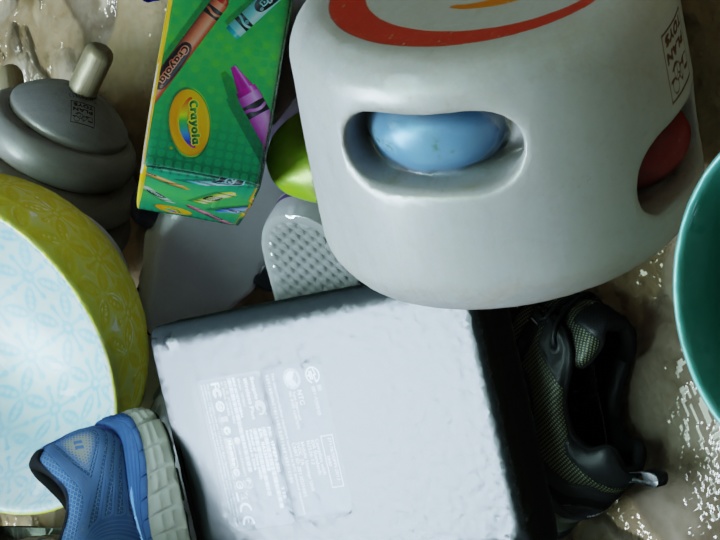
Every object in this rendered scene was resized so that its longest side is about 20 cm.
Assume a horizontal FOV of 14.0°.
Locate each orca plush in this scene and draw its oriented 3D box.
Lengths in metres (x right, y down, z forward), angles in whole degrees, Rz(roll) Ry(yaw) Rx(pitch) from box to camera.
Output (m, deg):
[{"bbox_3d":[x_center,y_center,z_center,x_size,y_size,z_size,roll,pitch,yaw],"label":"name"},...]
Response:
[{"bbox_3d":[-0.074,-0.059,1.631,0.071,0.105,0.201,-104,23,-62],"label":"orca plush"}]

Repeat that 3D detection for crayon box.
[{"bbox_3d":[-0.072,-0.093,1.445,0.200,0.058,0.120,141,139,-83],"label":"crayon box"}]

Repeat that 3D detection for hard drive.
[{"bbox_3d":[-0.006,0.080,1.449,0.199,0.033,0.140,-11,93,36],"label":"hard drive"}]

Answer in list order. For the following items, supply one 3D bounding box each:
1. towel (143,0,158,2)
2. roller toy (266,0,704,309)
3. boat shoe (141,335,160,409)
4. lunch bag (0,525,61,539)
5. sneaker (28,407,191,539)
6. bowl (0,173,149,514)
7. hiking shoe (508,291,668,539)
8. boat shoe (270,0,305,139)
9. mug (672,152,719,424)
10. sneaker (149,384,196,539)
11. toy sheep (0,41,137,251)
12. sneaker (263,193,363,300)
[{"bbox_3d":[-0.092,-0.267,1.645,0.147,0.049,0.201,-25,75,42],"label":"towel"},{"bbox_3d":[0.065,-0.082,1.352,0.182,0.199,0.140,42,148,57],"label":"roller toy"},{"bbox_3d":[-0.107,0.124,1.673,0.060,0.071,0.201,70,-159,-77],"label":"boat shoe"},{"bbox_3d":[-0.190,0.241,1.779,0.200,0.117,0.165,-2,93,56],"label":"lunch bag"},{"bbox_3d":[-0.122,0.173,1.487,0.079,0.089,0.201,102,154,-66],"label":"sneaker"},{"bbox_3d":[-0.188,0.022,1.622,0.199,0.108,0.201,16,125,25],"label":"bowl"},{"bbox_3d":[0.091,0.026,1.452,0.100,0.076,0.201,-27,80,36],"label":"hiking shoe"},{"bbox_3d":[0.011,-0.138,1.512,0.200,0.069,0.071,-57,29,33],"label":"boat shoe"},{"bbox_3d":[0.232,-0.003,1.230,0.185,0.114,0.153,-46,60,43],"label":"mug"},{"bbox_3d":[-0.081,0.116,1.594,0.099,0.201,0.078,27,152,3],"label":"sneaker"},{"bbox_3d":[-0.193,-0.049,1.733,0.138,0.137,0.201,43,122,38],"label":"toy sheep"},{"bbox_3d":[0.001,0.000,1.545,0.072,0.115,0.201,18,142,11],"label":"sneaker"}]
